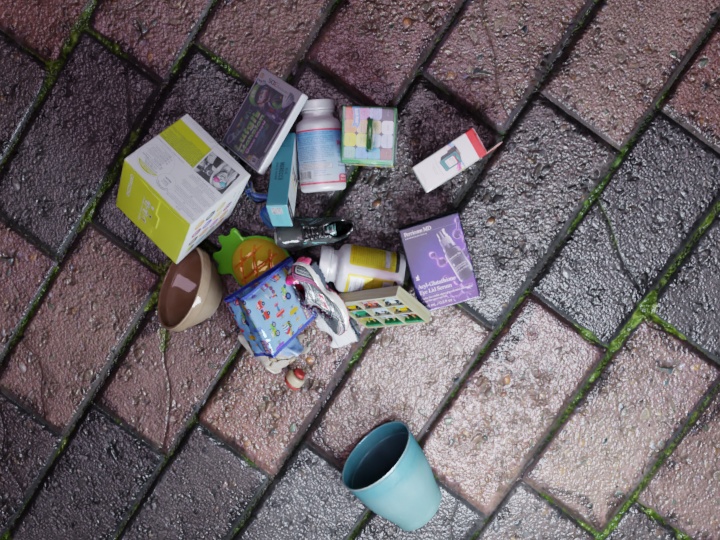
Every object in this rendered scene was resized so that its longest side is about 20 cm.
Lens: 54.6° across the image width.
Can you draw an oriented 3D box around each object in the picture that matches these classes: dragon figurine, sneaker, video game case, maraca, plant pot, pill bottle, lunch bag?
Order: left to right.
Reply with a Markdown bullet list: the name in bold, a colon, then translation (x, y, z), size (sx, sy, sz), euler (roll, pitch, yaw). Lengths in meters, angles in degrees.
- **plant pot**: translation (-0.392, 0.053, 1.652), size (0.092, 0.201, 0.203), euler (24, 101, -39)
- **maraca**: translation (-0.253, -0.019, 1.645), size (0.196, 0.107, 0.140), euler (23, 99, 3)
- **video game case**: translation (-0.224, -0.345, 1.598), size (0.181, 0.023, 0.202), euler (39, 101, 40)
- **dragon figurine**: translation (-0.200, -0.133, 1.653), size (0.098, 0.059, 0.203), euler (-29, 93, 8)
- **lunch bag**: translation (-0.181, 0.076, 1.573), size (0.199, 0.093, 0.153), euler (-37, 110, -34)
- **sneaker**: translation (-0.102, -0.094, 1.597), size (0.196, 0.079, 0.077), euler (-12, 91, -27)
- **sneaker**: translation (-0.100, 0.069, 1.571), size (0.080, 0.075, 0.201), euler (-15, 117, 48)
- **pill bottle**: translation (-0.092, -0.285, 1.602), size (0.106, 0.109, 0.205), euler (-3, 96, 5)
- **sneaker**: translation (-0.079, 0.096, 1.662), size (0.086, 0.074, 0.203), euler (-28, 92, 13)
- **pill bottle**: translation (0.000, 0.000, 1.610), size (0.195, 0.111, 0.114), euler (10, 97, -6)
- **plant pot**: translation (0.089, 0.495, 1.638), size (0.199, 0.201, 0.189), euler (-37, 107, 8)

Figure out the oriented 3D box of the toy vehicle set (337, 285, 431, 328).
- **toy vehicle set**: translation (0.049, 0.086, 1.580), size (0.124, 0.197, 0.027), euler (37, 59, -34)

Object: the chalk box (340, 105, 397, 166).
- **chalk box**: translation (0.019, -0.296, 1.545), size (0.121, 0.200, 0.128), euler (4, 96, 4)

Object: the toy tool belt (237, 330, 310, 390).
- **toy tool belt**: translation (-0.184, 0.176, 1.654), size (0.200, 0.125, 0.123), euler (43, 106, -1)

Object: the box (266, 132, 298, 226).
- **box**: translation (-0.173, -0.208, 1.582), size (0.048, 0.083, 0.204), euler (0, 61, 5)

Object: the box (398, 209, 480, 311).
- **box**: translation (0.181, -0.021, 1.609), size (0.145, 0.104, 0.204), euler (-17, 95, 7)

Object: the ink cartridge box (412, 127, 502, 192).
- **ink cartridge box**: translation (0.216, -0.256, 1.574), size (0.198, 0.116, 0.068), euler (-33, 92, 7)

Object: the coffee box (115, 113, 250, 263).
- **coffee box**: translation (-0.401, -0.179, 1.558), size (0.200, 0.200, 0.198), euler (43, 56, -1)
